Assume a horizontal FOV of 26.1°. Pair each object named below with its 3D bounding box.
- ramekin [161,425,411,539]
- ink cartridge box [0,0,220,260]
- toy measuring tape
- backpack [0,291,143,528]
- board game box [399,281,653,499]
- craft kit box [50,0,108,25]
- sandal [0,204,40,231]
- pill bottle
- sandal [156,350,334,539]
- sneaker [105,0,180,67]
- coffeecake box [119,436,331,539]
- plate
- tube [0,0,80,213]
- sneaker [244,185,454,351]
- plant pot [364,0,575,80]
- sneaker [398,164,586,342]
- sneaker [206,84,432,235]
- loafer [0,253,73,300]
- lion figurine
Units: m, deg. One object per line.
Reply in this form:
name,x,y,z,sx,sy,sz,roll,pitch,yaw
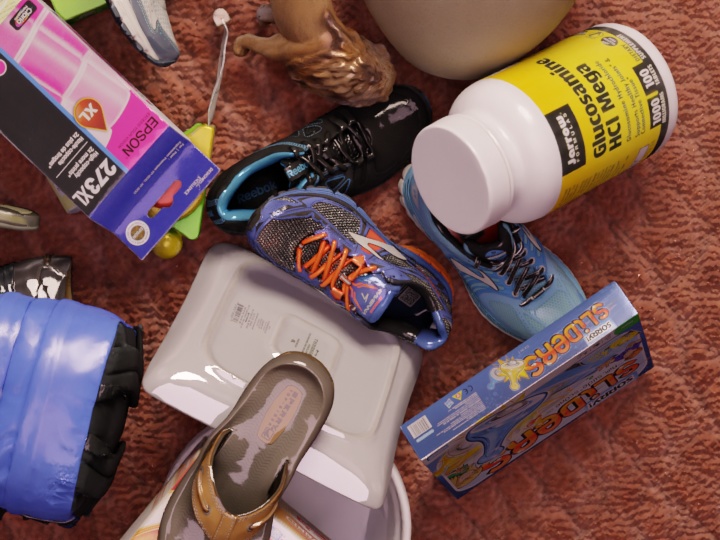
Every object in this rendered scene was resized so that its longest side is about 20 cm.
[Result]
ramekin,-0.060,0.196,1.244,0.198,0.105,0.202,0,97,-2
ink cartridge box,-0.210,-0.110,1.184,0.200,0.037,0.095,43,93,4
toy measuring tape,-0.149,-0.110,1.224,0.073,0.074,0.202,9,96,-4
backpack,-0.243,0.099,1.106,0.166,0.200,0.164,10,84,-9
board game box,0.136,0.099,1.230,0.199,0.135,0.035,-35,64,2
craft kit box,-0.182,-0.322,1.212,0.196,0.049,0.202,-22,97,3
sandal,-0.344,-0.015,1.223,0.199,0.080,0.058,-14,92,8
pill bottle,0.138,-0.105,1.174,0.199,0.112,0.113,-29,98,-32
sandal,-0.080,0.151,1.086,0.081,0.055,0.201,32,91,-5
sneaker,-0.165,-0.254,1.163,0.086,0.078,0.202,-20,97,-3
coffeecake box,-0.122,0.253,1.158,0.153,0.073,0.200,39,93,-5
plate,-0.048,0.067,1.189,0.199,0.200,0.032,28,126,-5
tube,-0.256,-0.145,1.228,0.058,0.052,0.201,-31,93,-40
sneaker,0.000,0.000,1.203,0.199,0.079,0.076,25,114,-26
plant pot,0.079,-0.225,1.177,0.198,0.201,0.135,4,131,-3
sneaker,0.107,-0.008,1.236,0.200,0.090,0.078,44,93,-8
sneaker,-0.030,-0.082,1.225,0.199,0.082,0.074,-30,94,-1
loafer,-0.238,0.085,1.241,0.072,0.073,0.202,-18,98,-4
lion figurine,-0.045,-0.211,1.169,0.122,0.201,0.073,16,54,32
